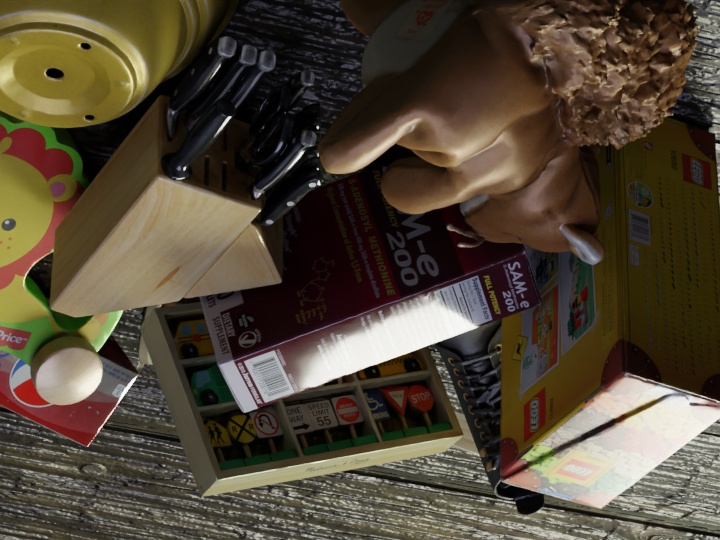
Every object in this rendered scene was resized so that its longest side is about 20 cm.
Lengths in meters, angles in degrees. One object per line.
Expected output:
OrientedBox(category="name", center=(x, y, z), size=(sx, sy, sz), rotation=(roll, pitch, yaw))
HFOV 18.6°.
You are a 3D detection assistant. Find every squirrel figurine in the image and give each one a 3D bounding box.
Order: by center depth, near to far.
OrientedBox(category="squirrel figurine", center=(0.100, -0.088, 1.243), size=(0.200, 0.142, 0.187), rotation=(-26, 129, 23))

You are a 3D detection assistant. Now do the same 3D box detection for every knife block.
OrientedBox(category="knife block", center=(-0.113, -0.058, 1.299), size=(0.199, 0.064, 0.176), rotation=(-9, 143, 11))

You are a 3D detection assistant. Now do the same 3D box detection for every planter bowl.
OrientedBox(category="planter bowl", center=(-0.169, -0.139, 1.243), size=(0.200, 0.084, 0.201), rotation=(1, 147, 1))

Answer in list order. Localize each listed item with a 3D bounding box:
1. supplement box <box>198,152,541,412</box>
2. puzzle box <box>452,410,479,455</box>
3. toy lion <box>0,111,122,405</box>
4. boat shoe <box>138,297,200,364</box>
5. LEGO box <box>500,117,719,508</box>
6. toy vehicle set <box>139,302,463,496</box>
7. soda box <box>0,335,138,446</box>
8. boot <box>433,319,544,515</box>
OrientedBox(category="supplement box", center=(0.000, 0.000, 1.373), size=(0.199, 0.109, 0.061), rotation=(-20, 142, 1))
OrientedBox(category="puzzle box", center=(-0.020, 0.085, 1.571), size=(0.200, 0.026, 0.133), rotation=(20, 176, -25))
OrientedBox(category="toy lion", center=(-0.231, -0.019, 1.409), size=(0.200, 0.069, 0.192), rotation=(15, 118, -33))
OrientedBox(category="boat shoe", center=(-0.108, 0.006, 1.472), size=(0.068, 0.072, 0.200), rotation=(8, 147, -7))
OrientedBox(category="LEGO box", center=(0.153, 0.022, 1.362), size=(0.077, 0.201, 0.149), rotation=(17, 145, -20))
OrientedBox(category="toy vehicle set", center=(-0.037, 0.074, 1.455), size=(0.200, 0.125, 0.027), rotation=(-7, 154, -36))
OrientedBox(category="soda box", center=(-0.256, 0.046, 1.529), size=(0.200, 0.063, 0.070), rotation=(31, 100, -35))
OrientedBox(category="boot", center=(0.086, 0.072, 1.471), size=(0.077, 0.139, 0.200), rotation=(-16, 154, 20))
